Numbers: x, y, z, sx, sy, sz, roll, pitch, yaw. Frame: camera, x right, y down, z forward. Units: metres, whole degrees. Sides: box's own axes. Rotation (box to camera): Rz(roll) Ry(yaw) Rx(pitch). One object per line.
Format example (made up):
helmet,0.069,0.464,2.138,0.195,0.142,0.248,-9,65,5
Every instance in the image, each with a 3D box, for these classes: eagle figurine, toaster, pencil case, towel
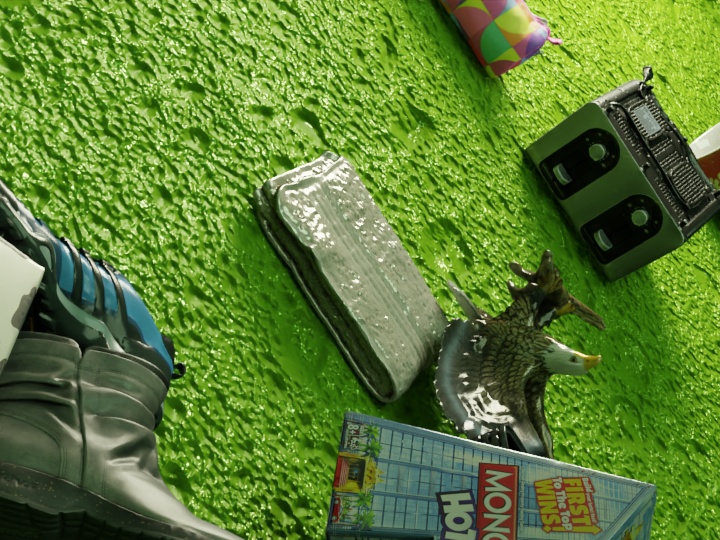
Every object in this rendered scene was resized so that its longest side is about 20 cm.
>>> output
eagle figurine,0.128,0.089,1.158,0.151,0.151,0.200,25,68,-8
toaster,0.291,-0.105,1.564,0.181,0.119,0.200,58,33,1
pencil case,0.129,-0.305,1.561,0.200,0.088,0.088,54,32,-2
towel,0.000,0.000,1.164,0.200,0.034,0.132,57,33,0

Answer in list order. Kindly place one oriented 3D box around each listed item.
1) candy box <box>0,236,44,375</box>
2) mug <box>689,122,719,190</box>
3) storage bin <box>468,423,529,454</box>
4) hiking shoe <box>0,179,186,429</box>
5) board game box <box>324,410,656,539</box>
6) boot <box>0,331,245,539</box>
candy box,-0.273,-0.002,0.736,0.200,0.061,0.137,40,35,-23
mug,0.534,-0.108,1.886,0.200,0.133,0.178,55,34,-8
storage bin,0.096,0.224,0.986,0.135,0.094,0.200,55,17,-34
hiking shoe,-0.188,0.015,0.878,0.200,0.074,0.087,56,23,-19
board game box,0.078,0.179,0.861,0.200,0.199,0.062,-81,172,-52
boot,-0.121,0.107,0.794,0.200,0.070,0.132,26,40,-14
